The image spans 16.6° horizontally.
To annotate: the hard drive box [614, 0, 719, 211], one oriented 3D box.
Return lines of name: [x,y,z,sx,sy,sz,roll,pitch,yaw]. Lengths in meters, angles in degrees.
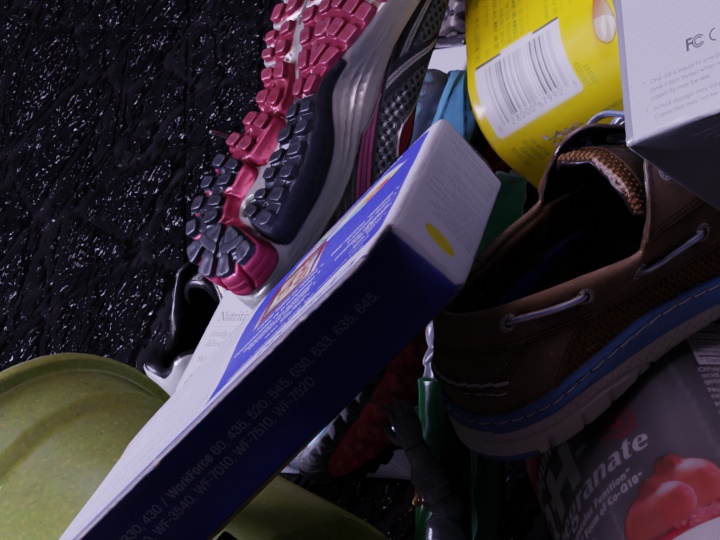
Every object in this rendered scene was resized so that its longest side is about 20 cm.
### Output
hard drive box: [0.167,-0.141,0.852,0.155,0.077,0.201,-20,58,33]

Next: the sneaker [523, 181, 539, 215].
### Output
sneaker: [0.101,-0.014,1.106,0.201,0.075,0.106,-62,20,-15]

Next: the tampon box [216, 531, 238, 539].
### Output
tampon box: [-0.009,0.221,0.866,0.150,0.200,0.126,-49,31,2]

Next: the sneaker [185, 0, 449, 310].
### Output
sneaker: [-0.004,-0.070,1.039,0.080,0.075,0.201,7,67,53]

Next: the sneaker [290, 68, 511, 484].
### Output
sneaker: [0.000,0.000,1.093,0.095,0.079,0.201,14,67,24]

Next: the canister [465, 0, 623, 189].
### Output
canister: [0.140,-0.131,1.006,0.199,0.086,0.149,-30,40,32]

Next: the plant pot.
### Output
plant pot: [-0.080,0.151,1.070,0.183,0.200,0.201,12,67,43]

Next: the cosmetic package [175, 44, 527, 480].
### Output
cosmetic package: [0.007,-0.004,1.193,0.112,0.081,0.201,-5,55,51]

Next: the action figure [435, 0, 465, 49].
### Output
action figure: [0.022,-0.146,1.304,0.199,0.102,0.120,7,75,53]

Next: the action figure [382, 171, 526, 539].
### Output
action figure: [0.037,0.064,0.997,0.118,0.054,0.202,50,-138,-85]

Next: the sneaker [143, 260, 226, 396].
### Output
sneaker: [-0.047,-0.002,1.266,0.073,0.080,0.201,-18,43,45]

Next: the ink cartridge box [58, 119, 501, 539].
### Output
ink cartridge box: [-0.036,0.047,0.875,0.198,0.047,0.200,-45,7,18]

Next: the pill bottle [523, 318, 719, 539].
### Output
pill bottle: [0.122,0.078,0.929,0.111,0.111,0.201,-41,32,17]

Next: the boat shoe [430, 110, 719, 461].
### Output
boat shoe: [0.104,-0.018,0.902,0.072,0.073,0.200,21,56,43]
